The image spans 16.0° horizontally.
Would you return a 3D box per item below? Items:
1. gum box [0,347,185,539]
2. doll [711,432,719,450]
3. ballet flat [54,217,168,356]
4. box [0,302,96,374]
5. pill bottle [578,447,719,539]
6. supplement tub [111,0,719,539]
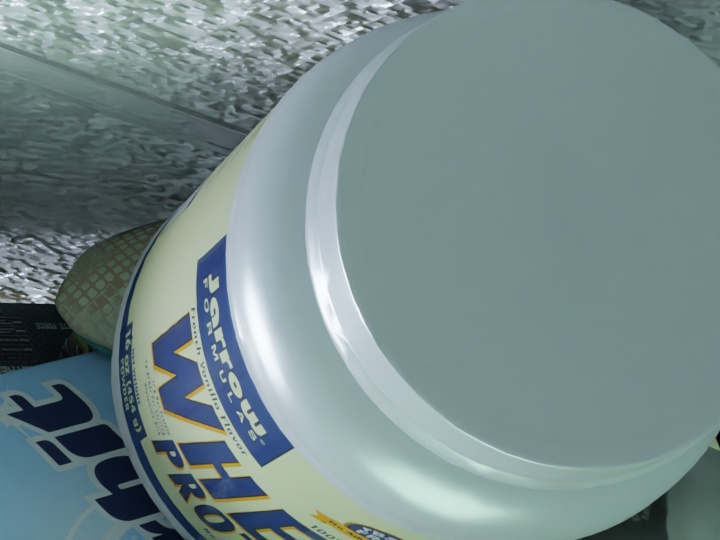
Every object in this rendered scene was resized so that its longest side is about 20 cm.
[{"bbox_3d":[-0.067,0.097,0.793,0.200,0.045,0.170,-13,-134,-47],"label":"gum box"},{"bbox_3d":[0.143,0.059,0.831,0.048,0.136,0.200,-32,-170,-3],"label":"doll"},{"bbox_3d":[0.000,0.000,0.858,0.200,0.067,0.062,5,134,-10],"label":"ballet flat"},{"bbox_3d":[-0.194,0.063,0.873,0.158,0.051,0.200,-31,163,29],"label":"box"},{"bbox_3d":[0.120,0.105,1.047,0.200,0.114,0.114,-7,159,37],"label":"pill bottle"},{"bbox_3d":[0.020,0.012,0.713,0.145,0.145,0.200,10,163,-16],"label":"supplement tub"}]
